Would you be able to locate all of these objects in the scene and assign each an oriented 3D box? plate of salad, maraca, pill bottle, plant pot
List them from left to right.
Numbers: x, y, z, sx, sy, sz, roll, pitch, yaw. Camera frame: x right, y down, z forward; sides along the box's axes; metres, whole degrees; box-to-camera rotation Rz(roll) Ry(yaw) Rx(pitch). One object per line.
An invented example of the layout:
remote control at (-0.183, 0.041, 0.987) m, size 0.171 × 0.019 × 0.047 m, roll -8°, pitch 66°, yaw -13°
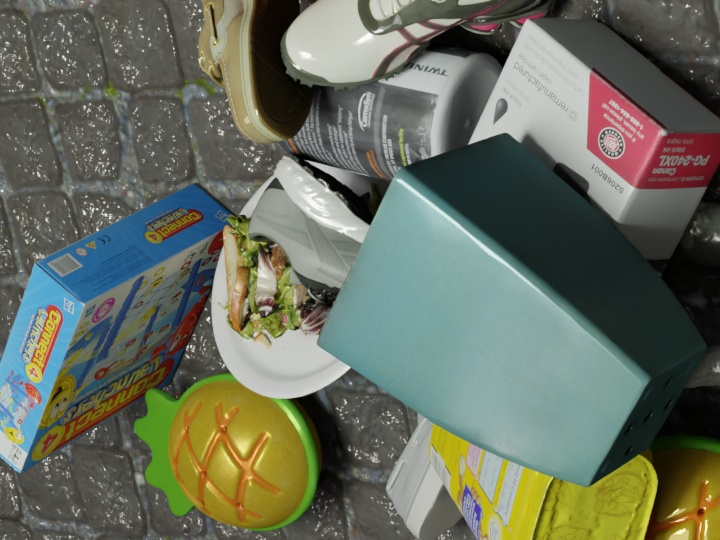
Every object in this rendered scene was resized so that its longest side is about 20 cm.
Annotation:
maraca at (-0.114, 0.152, 1.763) m, size 0.199 × 0.107 × 0.138 m, roll -4°, pitch 100°, yaw 40°
plate of salad at (-0.049, -0.001, 1.626) m, size 0.199 × 0.048 × 0.201 m, roll -18°, pitch 61°, yaw 36°
pill bottle at (0.002, -0.125, 1.548) m, size 0.199 × 0.106 × 0.107 m, roll 15°, pitch 118°, yaw 33°
plant pot at (0.108, 0.033, 1.344) m, size 0.200 × 0.141 × 0.142 m, roll 37°, pitch 120°, yaw 21°
maraca at (0.263, 0.195, 1.474) m, size 0.200 × 0.107 × 0.137 m, roll 34°, pitch 123°, yaw 3°

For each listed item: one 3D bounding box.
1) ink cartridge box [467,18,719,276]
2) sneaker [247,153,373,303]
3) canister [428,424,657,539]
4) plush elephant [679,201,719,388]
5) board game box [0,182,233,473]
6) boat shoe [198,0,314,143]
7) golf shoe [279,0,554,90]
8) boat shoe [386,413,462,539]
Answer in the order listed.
ink cartridge box at (0.144, -0.051, 1.446) m, size 0.145 × 0.083 × 0.201 m, roll 44°, pitch 123°, yaw 34°
sneaker at (0.000, 0.000, 1.530) m, size 0.200 × 0.074 × 0.079 m, roll 40°, pitch 98°, yaw 24°
canister at (0.122, 0.138, 1.479) m, size 0.200 × 0.086 × 0.149 m, roll -123°, pitch 40°, yaw -58°
plush elephant at (0.279, 0.051, 1.370) m, size 0.199 × 0.155 × 0.166 m, roll 1°, pitch 109°, yaw 39°
board game box at (-0.208, 0.046, 1.730) m, size 0.056 × 0.200 × 0.196 m, roll 39°, pitch 129°, yaw 17°
boat shoe at (-0.081, -0.162, 1.511) m, size 0.066 × 0.201 × 0.074 m, roll -30°, pitch 133°, yaw 27°
golf shoe at (0.035, -0.189, 1.446) m, size 0.199 × 0.088 × 0.078 m, roll -20°, pitch 71°, yaw 2°
boat shoe at (0.072, 0.117, 1.630) m, size 0.069 × 0.072 × 0.201 m, roll 44°, pitch 133°, yaw 32°
